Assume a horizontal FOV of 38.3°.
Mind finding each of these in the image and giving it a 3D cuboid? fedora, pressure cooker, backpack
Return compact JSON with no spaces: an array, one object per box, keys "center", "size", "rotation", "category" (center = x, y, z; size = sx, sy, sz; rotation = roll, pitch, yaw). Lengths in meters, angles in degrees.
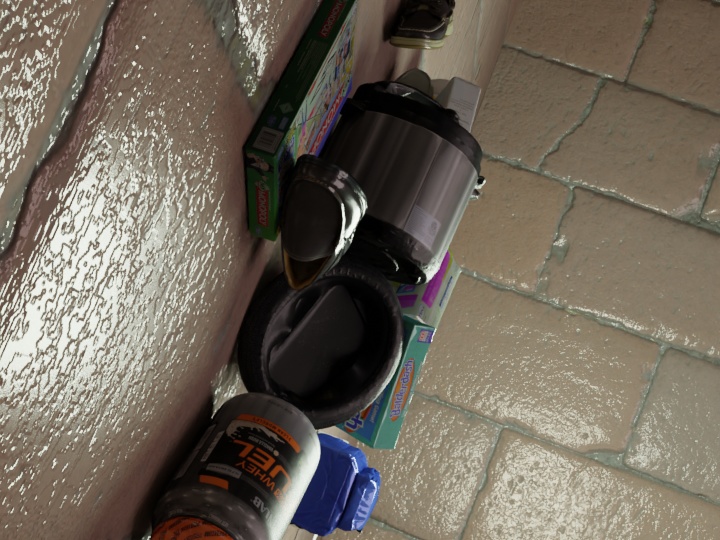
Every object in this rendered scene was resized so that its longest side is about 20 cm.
[{"center":[-0.053,0.075,1.146],"size":[0.092,0.200,0.201],"rotation":[5,-107,63],"category":"fedora"},{"center":[0.042,-0.103,1.155],"size":[0.176,0.178,0.201],"rotation":[61,51,-70],"category":"pressure cooker"},{"center":[-0.053,0.383,1.828],"size":[0.163,0.167,0.200],"rotation":[-63,176,-3],"category":"backpack"}]

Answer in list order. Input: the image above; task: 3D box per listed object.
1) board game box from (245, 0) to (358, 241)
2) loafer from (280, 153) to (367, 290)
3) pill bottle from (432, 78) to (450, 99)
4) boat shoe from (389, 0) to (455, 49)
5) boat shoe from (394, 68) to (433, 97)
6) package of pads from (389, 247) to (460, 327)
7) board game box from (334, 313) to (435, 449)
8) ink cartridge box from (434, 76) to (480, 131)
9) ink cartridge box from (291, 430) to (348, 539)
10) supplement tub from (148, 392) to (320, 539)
[{"center":[-0.052,-0.143,0.955],"size":[0.135,0.029,0.200],"rotation":[95,16,-60],"category":"board game box"},{"center":[-0.040,-0.039,0.947],"size":[0.200,0.073,0.072],"rotation":[90,26,-68],"category":"loafer"},{"center":[0.105,-0.206,1.636],"size":[0.114,0.114,0.200],"rotation":[101,12,-51],"category":"pill bottle"},{"center":[0.082,-0.330,1.350],"size":[0.200,0.073,0.065],"rotation":[-63,159,-65],"category":"boat shoe"},{"center":[0.050,-0.199,1.400],"size":[0.068,0.075,0.200],"rotation":[108,6,-66],"category":"boat shoe"},{"center":[0.031,0.036,1.463],"size":[0.068,0.199,0.155],"rotation":[56,42,-31],"category":"package of pads"},{"center":[-0.018,0.104,1.243],"size":[0.045,0.200,0.153],"rotation":[12,98,-49],"category":"board game box"},{"center":[0.097,-0.148,1.445],"size":[0.160,0.047,0.201],"rotation":[140,-31,-69],"category":"ink cartridge box"},{"center":[-0.092,0.436,2.055],"size":[0.116,0.066,0.201],"rotation":[-52,160,-69],"category":"ink cartridge box"},{"center":[-0.124,0.222,1.014],"size":[0.200,0.122,0.123],"rotation":[-61,168,-56],"category":"supplement tub"}]
